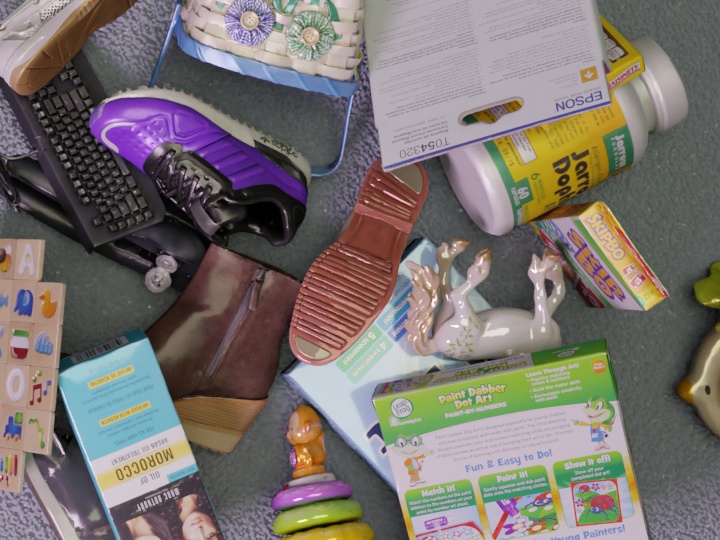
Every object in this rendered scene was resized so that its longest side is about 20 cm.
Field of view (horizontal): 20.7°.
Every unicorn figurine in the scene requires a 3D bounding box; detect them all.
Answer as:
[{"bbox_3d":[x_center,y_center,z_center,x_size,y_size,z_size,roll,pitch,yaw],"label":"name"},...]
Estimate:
[{"bbox_3d":[0.131,0.049,1.658,0.199,0.074,0.138,8,100,3],"label":"unicorn figurine"}]

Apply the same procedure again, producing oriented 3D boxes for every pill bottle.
[{"bbox_3d":[0.175,-0.121,1.689,0.199,0.113,0.113,-27,93,-11],"label":"pill bottle"}]

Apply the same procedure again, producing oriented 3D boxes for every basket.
[{"bbox_3d":[-0.083,-0.184,1.640,0.175,0.139,0.201,11,120,-9],"label":"basket"}]

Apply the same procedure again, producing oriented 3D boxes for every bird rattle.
[{"bbox_3d":[0.368,0.084,1.746,0.200,0.113,0.163,36,94,-20],"label":"bird rattle"}]

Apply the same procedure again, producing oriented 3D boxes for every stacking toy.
[{"bbox_3d":[-0.035,0.211,1.654,0.109,0.116,0.201,-8,78,-13],"label":"stacking toy"}]

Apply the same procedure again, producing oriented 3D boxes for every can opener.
[{"bbox_3d":[-0.211,-0.037,1.650,0.199,0.079,0.064,21,123,-6],"label":"can opener"}]

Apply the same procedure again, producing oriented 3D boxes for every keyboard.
[{"bbox_3d":[-0.255,-0.105,1.620,0.127,0.021,0.200,-25,74,-19],"label":"keyboard"}]

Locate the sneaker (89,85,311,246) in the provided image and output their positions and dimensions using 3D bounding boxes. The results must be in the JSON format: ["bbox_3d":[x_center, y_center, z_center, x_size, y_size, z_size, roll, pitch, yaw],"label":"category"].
[{"bbox_3d":[-0.129,-0.077,1.609,0.199,0.070,0.100,21,50,-22],"label":"sneaker"}]

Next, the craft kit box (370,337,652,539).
[{"bbox_3d":[0.128,0.171,1.628,0.199,0.049,0.198,-11,106,10],"label":"craft kit box"}]

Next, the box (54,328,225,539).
[{"bbox_3d":[-0.176,0.155,1.578,0.082,0.049,0.201,-22,102,-10],"label":"box"}]

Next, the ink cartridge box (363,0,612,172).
[{"bbox_3d":[0.103,-0.180,1.623,0.196,0.043,0.201,-15,59,14],"label":"ink cartridge box"}]

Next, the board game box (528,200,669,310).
[{"bbox_3d":[0.197,-0.011,1.644,0.030,0.200,0.096,-37,95,-9],"label":"board game box"}]

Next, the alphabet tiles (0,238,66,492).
[{"bbox_3d":[-0.292,0.073,1.581,0.006,0.166,0.201,7,86,-44],"label":"alphabet tiles"}]

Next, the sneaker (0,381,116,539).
[{"bbox_3d":[-0.225,0.156,1.632,0.106,0.075,0.201,-28,102,-15],"label":"sneaker"}]

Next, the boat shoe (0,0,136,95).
[{"bbox_3d":[-0.237,-0.234,1.633,0.069,0.071,0.200,38,65,13],"label":"boat shoe"}]

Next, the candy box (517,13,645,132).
[{"bbox_3d":[0.142,-0.207,1.671,0.102,0.026,0.200,-34,55,-8],"label":"candy box"}]

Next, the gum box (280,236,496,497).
[{"bbox_3d":[0.061,0.101,1.694,0.170,0.045,0.200,-44,97,-10],"label":"gum box"}]

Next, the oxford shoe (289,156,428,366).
[{"bbox_3d":[0.000,0.000,1.655,0.071,0.074,0.200,29,69,4],"label":"oxford shoe"}]

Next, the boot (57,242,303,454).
[{"bbox_3d":[-0.156,0.051,1.630,0.199,0.072,0.167,19,99,-24],"label":"boot"}]
